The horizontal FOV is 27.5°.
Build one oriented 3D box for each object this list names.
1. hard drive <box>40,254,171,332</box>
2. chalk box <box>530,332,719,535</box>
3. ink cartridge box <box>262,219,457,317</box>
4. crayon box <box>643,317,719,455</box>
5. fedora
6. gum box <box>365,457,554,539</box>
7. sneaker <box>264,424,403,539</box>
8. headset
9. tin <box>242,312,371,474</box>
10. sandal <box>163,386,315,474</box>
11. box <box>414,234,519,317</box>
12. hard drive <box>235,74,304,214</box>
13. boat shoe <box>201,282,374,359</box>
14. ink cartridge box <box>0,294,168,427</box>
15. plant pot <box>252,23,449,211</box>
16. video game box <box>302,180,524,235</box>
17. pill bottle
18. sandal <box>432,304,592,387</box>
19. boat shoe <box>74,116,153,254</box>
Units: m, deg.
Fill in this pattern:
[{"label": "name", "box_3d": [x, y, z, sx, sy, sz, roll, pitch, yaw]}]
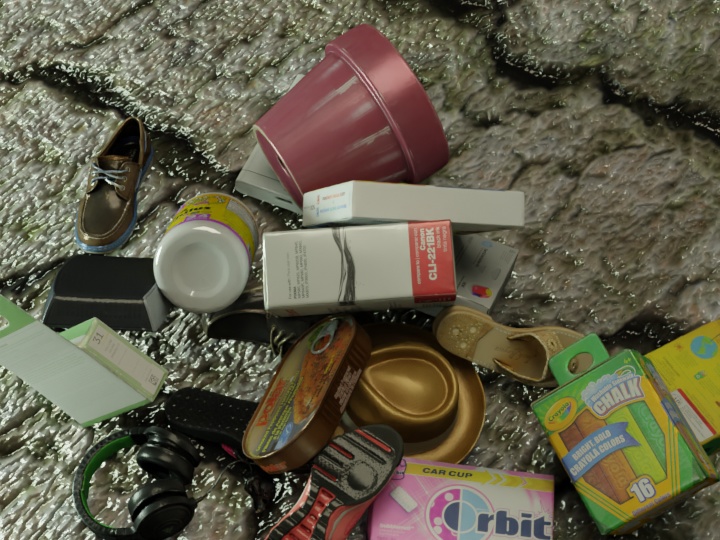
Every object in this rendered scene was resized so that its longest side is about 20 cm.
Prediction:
[{"label": "hard drive", "box_3d": [-0.277, 0.022, 1.637, 0.135, 0.042, 0.200, 3, 14, -3]}, {"label": "chalk box", "box_3d": [0.268, 0.162, 1.548, 0.124, 0.124, 0.200, -34, 72, 13]}, {"label": "ink cartridge box", "box_3d": [0.000, 0.000, 1.578, 0.200, 0.144, 0.084, -5, 85, 2]}, {"label": "crayon box", "box_3d": [0.382, 0.140, 1.668, 0.200, 0.051, 0.127, -23, 59, -20]}, {"label": "fedora", "box_3d": [0.043, 0.132, 1.607, 0.200, 0.082, 0.201, 3, 65, -6]}, {"label": "gum box", "box_3d": [0.098, 0.267, 1.539, 0.200, 0.066, 0.114, 7, 54, 0]}, {"label": "sneaker", "box_3d": [-0.032, 0.240, 1.513, 0.074, 0.087, 0.200, 38, 80, 13]}, {"label": "headset", "box_3d": [-0.200, 0.231, 1.554, 0.200, 0.094, 0.124, -4, 56, 11]}, {"label": "tin", "box_3d": [-0.055, 0.129, 1.551, 0.112, 0.042, 0.200, -14, 37, 41]}, {"label": "sandal", "box_3d": [-0.122, 0.178, 1.609, 0.200, 0.045, 0.075, 15, 47, 25]}, {"label": "box", "box_3d": [0.072, -0.011, 1.726, 0.200, 0.041, 0.156, 19, 31, 10]}, {"label": "hard drive", "box_3d": [-0.058, -0.157, 1.867, 0.132, 0.027, 0.200, 20, 54, 9]}, {"label": "boat shoe", "box_3d": [-0.079, 0.059, 1.675, 0.200, 0.075, 0.073, -6, 54, -8]}, {"label": "ink cartridge box", "box_3d": [-0.320, 0.082, 1.539, 0.200, 0.145, 0.048, 41, 53, -22]}, {"label": "plant pot", "box_3d": [-0.020, -0.164, 1.755, 0.179, 0.200, 0.200, -33, 61, -8]}, {"label": "video game box", "box_3d": [0.056, -0.068, 1.640, 0.200, 0.182, 0.047, 3, 85, -19]}, {"label": "pill bottle", "box_3d": [-0.170, -0.028, 1.668, 0.104, 0.104, 0.200, 5, 16, -1]}, {"label": "sandal", "box_3d": [0.182, 0.099, 1.629, 0.212, 0.078, 0.070, 17, 21, -20]}, {"label": "boat shoe", "box_3d": [-0.300, -0.107, 1.769, 0.072, 0.072, 0.200, 5, 46, 3]}]
